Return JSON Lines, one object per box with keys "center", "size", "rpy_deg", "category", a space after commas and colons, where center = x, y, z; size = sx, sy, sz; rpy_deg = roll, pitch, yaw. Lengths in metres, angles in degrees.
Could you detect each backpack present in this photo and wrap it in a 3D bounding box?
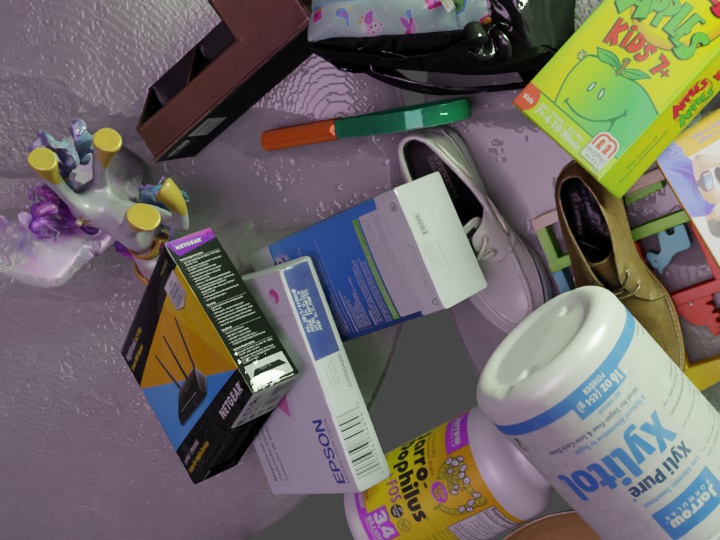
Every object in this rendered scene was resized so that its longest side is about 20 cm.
{"center": [0.057, -0.210, 1.003], "size": [0.200, 0.167, 0.127], "rpy_deg": [4, 87, 25], "category": "backpack"}

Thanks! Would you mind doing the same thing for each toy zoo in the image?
{"center": [0.235, 0.027, 1.040], "size": [0.131, 0.020, 0.200], "rpy_deg": [-23, 92, 25], "category": "toy zoo"}

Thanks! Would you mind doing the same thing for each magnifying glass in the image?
{"center": [0.001, -0.122, 1.083], "size": [0.200, 0.080, 0.022], "rpy_deg": [-3, 102, 33], "category": "magnifying glass"}

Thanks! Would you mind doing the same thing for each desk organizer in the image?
{"center": [-0.116, -0.185, 1.114], "size": [0.200, 0.072, 0.077], "rpy_deg": [-37, 83, 24], "category": "desk organizer"}

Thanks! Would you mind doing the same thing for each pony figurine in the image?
{"center": [-0.231, -0.052, 1.130], "size": [0.193, 0.200, 0.167], "rpy_deg": [29, 69, 9], "category": "pony figurine"}

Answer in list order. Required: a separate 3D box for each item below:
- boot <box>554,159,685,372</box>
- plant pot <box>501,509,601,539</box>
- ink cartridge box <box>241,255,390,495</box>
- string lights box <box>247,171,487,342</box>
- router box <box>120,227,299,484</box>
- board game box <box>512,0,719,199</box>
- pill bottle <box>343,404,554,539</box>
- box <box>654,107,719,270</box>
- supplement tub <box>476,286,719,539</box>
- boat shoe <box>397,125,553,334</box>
{"center": [0.196, 0.012, 1.001], "size": [0.074, 0.075, 0.200], "rpy_deg": [-20, 96, 20], "category": "boot"}
{"center": [0.188, 0.283, 1.081], "size": [0.200, 0.027, 0.200], "rpy_deg": [1, 110, 2], "category": "plant pot"}
{"center": [-0.076, 0.100, 1.121], "size": [0.200, 0.043, 0.197], "rpy_deg": [-17, 95, 53], "category": "ink cartridge box"}
{"center": [0.000, 0.000, 1.072], "size": [0.200, 0.059, 0.103], "rpy_deg": [-21, 93, 47], "category": "string lights box"}
{"center": [-0.136, 0.079, 1.108], "size": [0.149, 0.051, 0.200], "rpy_deg": [57, 147, 17], "category": "router box"}
{"center": [0.218, -0.163, 0.945], "size": [0.200, 0.048, 0.102], "rpy_deg": [-48, 56, 10], "category": "board game box"}
{"center": [0.091, 0.177, 1.085], "size": [0.200, 0.104, 0.104], "rpy_deg": [-32, 88, 24], "category": "pill bottle"}
{"center": [0.321, -0.036, 0.970], "size": [0.119, 0.041, 0.200], "rpy_deg": [-32, 86, 13], "category": "box"}
{"center": [0.195, 0.122, 0.961], "size": [0.132, 0.132, 0.200], "rpy_deg": [-38, 103, 24], "category": "supplement tub"}
{"center": [0.092, -0.030, 1.062], "size": [0.072, 0.066, 0.200], "rpy_deg": [-25, 91, 24], "category": "boat shoe"}
